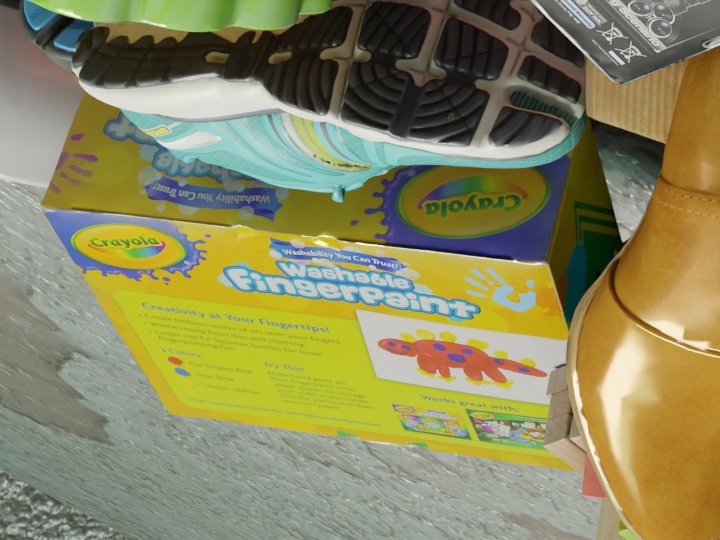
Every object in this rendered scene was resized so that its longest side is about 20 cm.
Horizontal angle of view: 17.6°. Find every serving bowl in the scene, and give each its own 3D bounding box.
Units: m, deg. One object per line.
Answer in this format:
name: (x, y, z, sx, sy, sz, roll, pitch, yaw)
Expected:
serving bowl: (-0.168, -0.101, 1.106, 0.199, 0.066, 0.200, 15, -163, -5)

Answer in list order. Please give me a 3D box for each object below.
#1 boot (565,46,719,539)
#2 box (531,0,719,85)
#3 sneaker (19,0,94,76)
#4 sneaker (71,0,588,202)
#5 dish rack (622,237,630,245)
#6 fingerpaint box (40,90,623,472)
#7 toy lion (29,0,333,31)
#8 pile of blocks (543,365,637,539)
boot: (0.130, 0.018, 0.689, 0.144, 0.071, 0.202, 24, 129, 51)
box: (0.060, -0.145, 0.576, 0.200, 0.044, 0.160, 41, 146, -21)
sneaker: (-0.031, -0.095, 0.932, 0.199, 0.073, 0.082, 11, 171, 11)
sneaker: (-0.004, -0.063, 0.788, 0.200, 0.078, 0.080, 9, 151, 37)
dish rack: (0.197, 0.059, 0.977, 0.200, 0.055, 0.153, 45, -178, -46)
fingerpaint box: (0.000, 0.000, 0.914, 0.199, 0.074, 0.167, 6, 151, 20)
toy lion: (-0.107, -0.126, 0.734, 0.199, 0.069, 0.192, 8, -156, -13)
pile of blocks: (0.129, 0.106, 0.885, 0.082, 0.062, 0.200, -3, 143, 23)
